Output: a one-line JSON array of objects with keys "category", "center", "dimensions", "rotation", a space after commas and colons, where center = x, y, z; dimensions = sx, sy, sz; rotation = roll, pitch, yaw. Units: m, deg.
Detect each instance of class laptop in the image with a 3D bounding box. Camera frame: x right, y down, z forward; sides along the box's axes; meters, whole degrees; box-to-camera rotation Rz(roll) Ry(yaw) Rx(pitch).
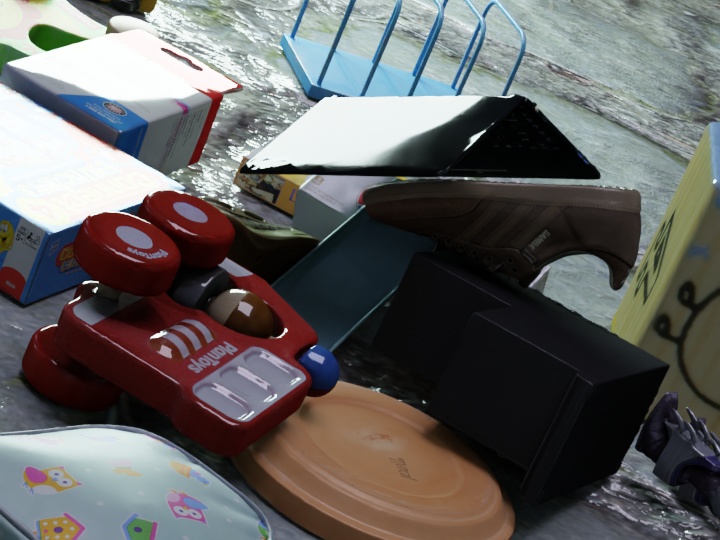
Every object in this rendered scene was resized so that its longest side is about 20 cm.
[{"category": "laptop", "center": [0.047, -0.072, 1.651], "dimensions": [0.177, 0.104, 0.200], "rotation": [3, -22, 35]}]

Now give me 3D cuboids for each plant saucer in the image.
[{"category": "plant saucer", "center": [0.000, 0.000, 1.673], "dimensions": [0.070, 0.019, 0.200], "rotation": [34, 44, 15]}, {"category": "plant saucer", "center": [0.009, 0.125, 1.460], "dimensions": [0.199, 0.032, 0.200], "rotation": [21, 21, -8]}]

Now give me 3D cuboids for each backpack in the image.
[{"category": "backpack", "center": [-0.120, 0.161, 1.066], "dimensions": [0.175, 0.154, 0.200], "rotation": [31, 14, 33]}]

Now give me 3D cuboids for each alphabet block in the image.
[{"category": "alphabet block", "center": [0.323, 0.026, 1.808], "dimensions": [0.195, 0.201, 0.196], "rotation": [23, 20, 1]}]

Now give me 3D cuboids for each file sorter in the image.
[{"category": "file sorter", "center": [0.045, -0.223, 2.228], "dimensions": [0.199, 0.123, 0.139], "rotation": [16, 22, -22]}]

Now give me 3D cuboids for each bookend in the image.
[{"category": "bookend", "center": [0.086, 0.064, 1.559], "dimensions": [0.198, 0.092, 0.200], "rotation": [29, 12, 18]}]

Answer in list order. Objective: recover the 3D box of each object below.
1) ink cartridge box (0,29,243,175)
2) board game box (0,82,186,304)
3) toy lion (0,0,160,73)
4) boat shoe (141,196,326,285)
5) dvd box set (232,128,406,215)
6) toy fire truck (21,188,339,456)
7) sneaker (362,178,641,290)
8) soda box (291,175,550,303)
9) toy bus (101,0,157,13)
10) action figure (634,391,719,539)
[{"category": "ink cartridge box", "center": [-0.192, -0.127, 1.794], "dimensions": [0.116, 0.067, 0.200], "rotation": [30, 25, 17]}, {"category": "board game box", "center": [-0.255, -0.065, 1.602], "dimensions": [0.195, 0.056, 0.200], "rotation": [29, 21, 15]}, {"category": "toy lion", "center": [-0.299, -0.204, 1.907], "dimensions": [0.200, 0.069, 0.191], "rotation": [34, 30, 26]}, {"category": "boat shoe", "center": [-0.107, -0.014, 1.633], "dimensions": [0.063, 0.074, 0.200], "rotation": [30, 10, 34]}, {"category": "dvd box set", "center": [0.006, -0.055, 1.903], "dimensions": [0.199, 0.030, 0.146], "rotation": [28, 21, 10]}, {"category": "toy fire truck", "center": [-0.103, 0.043, 1.429], "dimensions": [0.168, 0.112, 0.200], "rotation": [32, 22, 13]}, {"category": "sneaker", "center": [0.098, -0.026, 1.600], "dimensions": [0.199, 0.076, 0.070], "rotation": [2, 3, 11]}, {"category": "soda box", "center": [0.044, -0.013, 1.762], "dimensions": [0.199, 0.064, 0.068], "rotation": [31, 48, 19]}, {"category": "toy bus", "center": [-0.285, -0.307, 2.158], "dimensions": [0.199, 0.065, 0.078], "rotation": [13, 21, -26]}, {"category": "action figure", "center": [0.274, 0.174, 1.580], "dimensions": [0.130, 0.070, 0.200], "rotation": [15, 24, -47]}]
